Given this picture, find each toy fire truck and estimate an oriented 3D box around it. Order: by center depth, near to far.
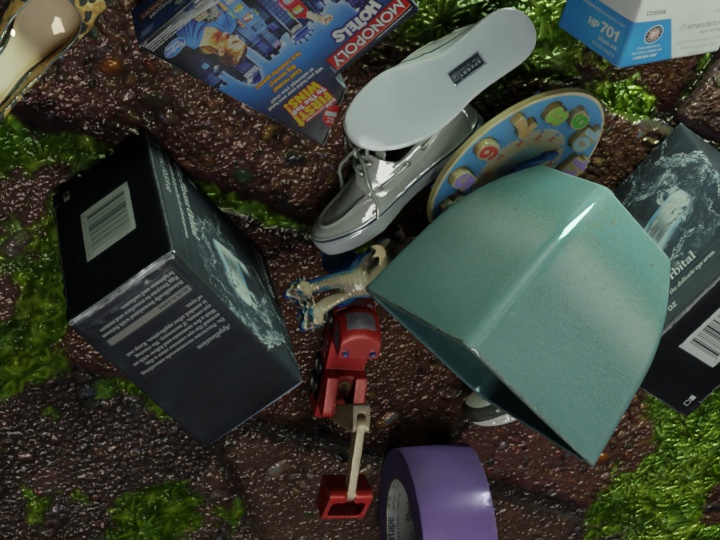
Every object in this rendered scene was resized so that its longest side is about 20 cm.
[{"bbox_3d":[-0.013,0.143,1.552,0.048,0.141,0.201,2,126,-17],"label":"toy fire truck"}]

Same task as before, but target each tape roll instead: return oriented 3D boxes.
[{"bbox_3d":[0.084,0.294,1.658,0.084,0.201,0.201,-4,128,-13],"label":"tape roll"}]

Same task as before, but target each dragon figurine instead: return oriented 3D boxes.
[{"bbox_3d":[0.000,0.000,1.474,0.099,0.200,0.059,-16,102,31],"label":"dragon figurine"}]

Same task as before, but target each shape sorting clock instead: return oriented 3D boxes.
[{"bbox_3d":[0.152,-0.098,1.443,0.199,0.039,0.200,-29,155,-15],"label":"shape sorting clock"}]

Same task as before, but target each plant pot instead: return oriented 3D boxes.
[{"bbox_3d":[0.165,0.019,1.373,0.196,0.196,0.200,42,83,-31],"label":"plant pot"}]

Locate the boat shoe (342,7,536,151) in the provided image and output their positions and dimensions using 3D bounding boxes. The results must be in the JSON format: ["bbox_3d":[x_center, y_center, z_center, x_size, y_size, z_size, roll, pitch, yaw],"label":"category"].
[{"bbox_3d":[0.069,-0.169,1.360,0.199,0.065,0.074,-29,98,-11],"label":"boat shoe"}]

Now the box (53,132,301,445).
[{"bbox_3d":[-0.169,0.016,1.367,0.117,0.197,0.200,-33,128,10],"label":"box"}]

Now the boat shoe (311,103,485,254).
[{"bbox_3d":[0.020,-0.102,1.418,0.202,0.075,0.086,-37,128,10],"label":"boat shoe"}]

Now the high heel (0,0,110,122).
[{"bbox_3d":[-0.269,-0.177,1.235,0.199,0.143,0.071,-31,128,9],"label":"high heel"}]

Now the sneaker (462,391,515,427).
[{"bbox_3d":[0.190,0.094,1.629,0.199,0.074,0.080,-35,113,6],"label":"sneaker"}]

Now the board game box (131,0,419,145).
[{"bbox_3d":[-0.060,-0.212,1.314,0.200,0.062,0.200,-36,131,16],"label":"board game box"}]

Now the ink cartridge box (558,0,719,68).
[{"bbox_3d":[0.275,-0.291,1.308,0.146,0.086,0.201,-15,136,-37],"label":"ink cartridge box"}]

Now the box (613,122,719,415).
[{"bbox_3d":[0.323,-0.002,1.496,0.117,0.201,0.197,29,114,-32],"label":"box"}]
